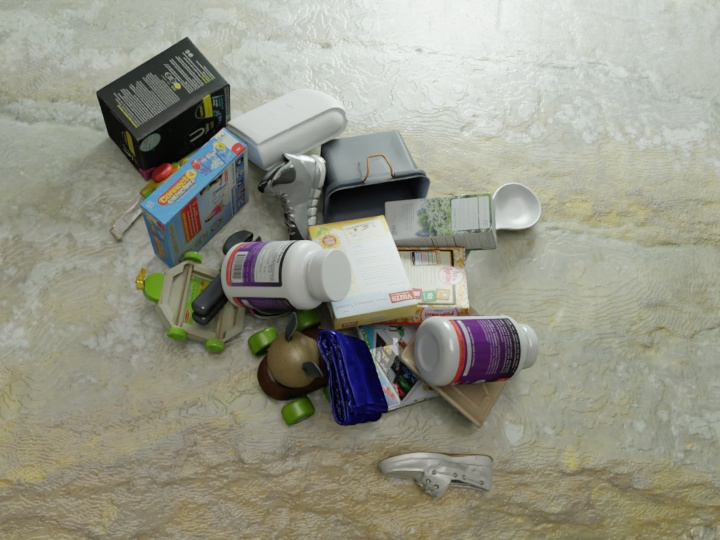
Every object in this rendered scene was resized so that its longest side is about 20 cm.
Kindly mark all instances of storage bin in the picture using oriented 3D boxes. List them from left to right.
[{"bbox_3d":[0.013,-0.184,1.466,0.198,0.146,0.135,-11,61,-13],"label":"storage bin"}]

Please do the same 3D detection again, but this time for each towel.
[{"bbox_3d":[-0.007,0.172,1.265,0.049,0.200,0.149,-15,77,13],"label":"towel"}]

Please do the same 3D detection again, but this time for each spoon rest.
[{"bbox_3d":[0.266,-0.096,1.506,0.200,0.061,0.100,-37,79,-19],"label":"spoon rest"}]

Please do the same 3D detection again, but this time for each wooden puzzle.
[{"bbox_3d":[0.174,0.153,1.384,0.185,0.046,0.200,41,51,-3],"label":"wooden puzzle"}]

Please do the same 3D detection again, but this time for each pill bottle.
[{"bbox_3d":[-0.118,0.008,1.270,0.199,0.111,0.112,0,63,34],"label":"pill bottle"},{"bbox_3d":[0.195,0.131,1.306,0.199,0.112,0.113,1,68,-28],"label":"pill bottle"}]

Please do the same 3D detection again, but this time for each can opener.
[{"bbox_3d":[-0.234,0.006,1.345,0.066,0.054,0.200,26,50,14],"label":"can opener"}]

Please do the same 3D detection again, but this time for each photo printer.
[{"bbox_3d":[-0.131,-0.272,1.466,0.199,0.070,0.166,-29,35,-17],"label":"photo printer"}]

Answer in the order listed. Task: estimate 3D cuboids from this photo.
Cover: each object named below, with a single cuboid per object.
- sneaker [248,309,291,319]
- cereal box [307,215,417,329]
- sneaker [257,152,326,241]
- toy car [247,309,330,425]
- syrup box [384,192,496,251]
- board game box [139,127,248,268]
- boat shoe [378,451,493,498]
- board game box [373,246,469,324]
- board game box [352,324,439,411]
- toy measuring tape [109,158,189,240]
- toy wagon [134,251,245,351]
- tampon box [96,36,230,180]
[{"bbox_3d":[-0.106,0.021,1.387,0.199,0.088,0.074,-20,72,-17],"label":"sneaker"},{"bbox_3d":[0.000,0.000,1.340,0.143,0.040,0.201,-9,54,-14],"label":"cereal box"},{"bbox_3d":[-0.135,-0.114,1.403,0.115,0.075,0.202,8,93,-31],"label":"sneaker"},{"bbox_3d":[-0.092,0.138,1.286,0.157,0.200,0.165,-25,75,-17],"label":"toy car"},{"bbox_3d":[0.145,-0.082,1.437,0.198,0.081,0.079,-5,68,14],"label":"syrup box"},{"bbox_3d":[-0.278,-0.117,1.354,0.056,0.200,0.196,39,68,9],"label":"board game box"},{"bbox_3d":[0.129,0.343,1.312,0.198,0.071,0.070,3,67,-9],"label":"boat shoe"},{"bbox_3d":[0.089,0.025,1.391,0.198,0.047,0.152,1,46,4],"label":"board game box"},{"bbox_3d":[0.065,0.140,1.398,0.125,0.035,0.201,-14,72,-15],"label":"board game box"},{"bbox_3d":[-0.365,-0.131,1.411,0.073,0.074,0.200,36,66,6],"label":"toy measuring tape"},{"bbox_3d":[-0.289,0.046,1.336,0.199,0.040,0.156,21,59,-26],"label":"toy wagon"},{"bbox_3d":[-0.353,-0.292,1.435,0.200,0.150,0.126,-38,78,-19],"label":"tampon box"}]
